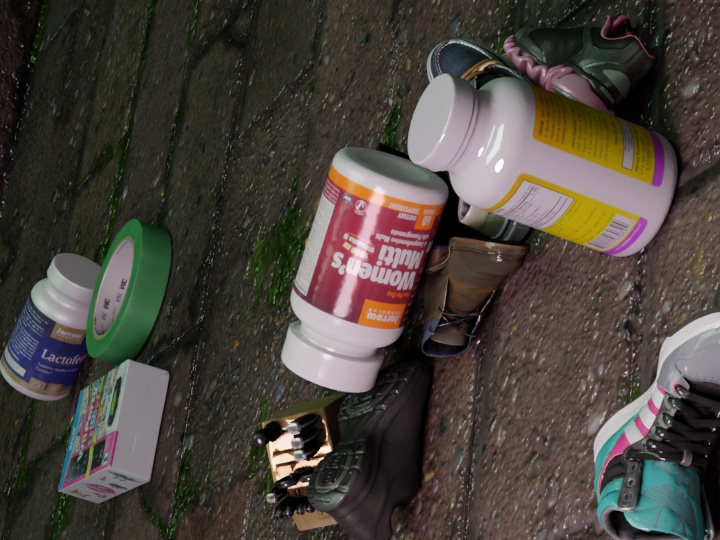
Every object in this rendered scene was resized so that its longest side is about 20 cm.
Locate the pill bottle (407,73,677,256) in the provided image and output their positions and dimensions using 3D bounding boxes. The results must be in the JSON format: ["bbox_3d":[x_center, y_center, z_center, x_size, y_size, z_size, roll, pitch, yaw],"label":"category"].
[{"bbox_3d":[0.140,-0.087,1.553,0.104,0.199,0.105,-49,31,43],"label":"pill bottle"}]

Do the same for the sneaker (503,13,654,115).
[{"bbox_3d":[0.191,-0.182,1.704,0.095,0.079,0.200,-47,25,3],"label":"sneaker"}]

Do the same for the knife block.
[{"bbox_3d":[-0.054,0.154,1.885,0.176,0.063,0.201,70,-168,-45],"label":"knife block"}]

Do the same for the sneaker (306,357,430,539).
[{"bbox_3d":[0.021,0.164,1.815,0.076,0.091,0.201,-17,33,43],"label":"sneaker"}]

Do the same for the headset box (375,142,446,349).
[{"bbox_3d":[0.010,-0.005,1.925,0.149,0.074,0.201,-85,19,-73],"label":"headset box"}]

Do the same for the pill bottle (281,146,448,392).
[{"bbox_3d":[0.000,0.000,1.793,0.110,0.109,0.202,-128,53,-64],"label":"pill bottle"}]

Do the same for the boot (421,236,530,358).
[{"bbox_3d":[0.100,0.025,1.755,0.200,0.074,0.098,159,117,-76],"label":"boot"}]

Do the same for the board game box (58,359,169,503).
[{"bbox_3d":[-0.324,0.214,2.623,0.200,0.064,0.149,-32,45,60],"label":"board game box"}]

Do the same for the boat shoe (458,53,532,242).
[{"bbox_3d":[0.125,-0.119,1.801,0.072,0.062,0.201,-45,34,48],"label":"boat shoe"}]

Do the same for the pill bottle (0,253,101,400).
[{"bbox_3d":[-0.447,0.082,2.949,0.201,0.115,0.116,-63,24,24],"label":"pill bottle"}]

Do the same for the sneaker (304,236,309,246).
[{"bbox_3d":[-0.030,-0.001,2.055,0.202,0.082,0.078,-69,22,8],"label":"sneaker"}]

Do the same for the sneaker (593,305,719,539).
[{"bbox_3d":[0.217,0.123,1.358,0.201,0.083,0.121,119,162,-45],"label":"sneaker"}]

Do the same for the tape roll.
[{"bbox_3d":[-0.324,0.031,2.784,0.201,0.048,0.202,-49,31,45],"label":"tape roll"}]

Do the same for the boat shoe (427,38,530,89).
[{"bbox_3d":[0.113,-0.159,1.738,0.071,0.091,0.201,-37,52,-3],"label":"boat shoe"}]
